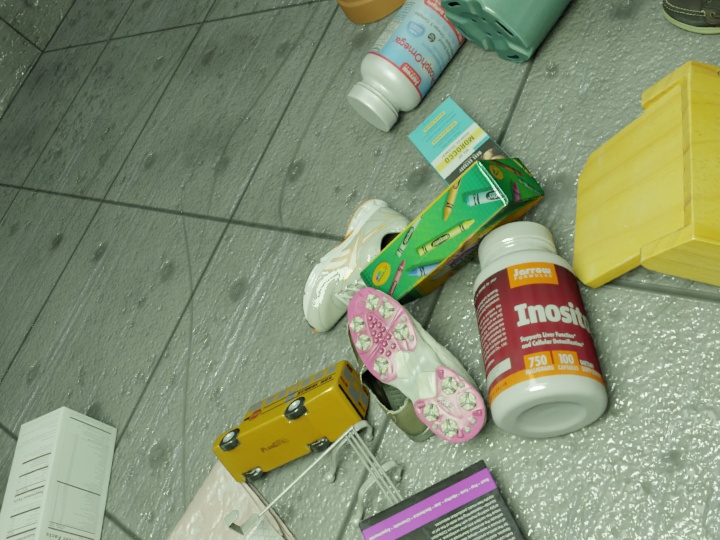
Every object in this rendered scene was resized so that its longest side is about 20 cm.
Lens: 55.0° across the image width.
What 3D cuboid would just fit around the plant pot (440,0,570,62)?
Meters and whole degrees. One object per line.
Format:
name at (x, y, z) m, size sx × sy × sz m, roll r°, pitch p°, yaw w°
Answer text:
plant pot at (0.217, -0.409, 0.934) m, size 0.199 × 0.199 × 0.199 m, roll 35°, pitch 94°, yaw 46°

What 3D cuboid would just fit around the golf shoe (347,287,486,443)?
golf shoe at (0.062, 0.101, 0.755) m, size 0.075 × 0.091 × 0.201 m, roll -45°, pitch 69°, yaw 12°

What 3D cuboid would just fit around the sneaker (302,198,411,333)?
sneaker at (0.000, 0.000, 0.924) m, size 0.091 × 0.075 × 0.203 m, roll 27°, pitch 83°, yaw 41°

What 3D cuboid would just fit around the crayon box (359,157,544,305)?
crayon box at (0.103, -0.041, 0.789) m, size 0.200 × 0.118 × 0.059 m, roll -44°, pitch 75°, yaw 32°

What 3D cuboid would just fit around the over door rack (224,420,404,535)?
over door rack at (-0.034, 0.279, 0.759) m, size 0.198 × 0.067 × 0.148 m, roll -34°, pitch 43°, yaw -11°

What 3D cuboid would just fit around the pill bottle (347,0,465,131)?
pill bottle at (0.070, -0.317, 1.044) m, size 0.202 × 0.108 × 0.108 m, roll -54°, pitch 44°, yaw -2°

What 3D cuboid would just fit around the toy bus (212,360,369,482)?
toy bus at (-0.088, 0.190, 0.862) m, size 0.197 × 0.066 × 0.079 m, roll -29°, pitch 18°, yaw 22°

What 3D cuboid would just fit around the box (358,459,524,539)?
box at (0.097, 0.296, 0.633) m, size 0.140 × 0.036 × 0.202 m, roll -24°, pitch 49°, yaw -3°

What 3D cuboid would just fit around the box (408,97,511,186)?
box at (0.142, -0.142, 0.912) m, size 0.082 × 0.049 × 0.201 m, roll -41°, pitch 44°, yaw 10°

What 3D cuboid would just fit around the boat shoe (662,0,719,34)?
boat shoe at (0.427, -0.307, 0.771) m, size 0.199 × 0.065 × 0.074 m, roll 29°, pitch 84°, yaw 47°

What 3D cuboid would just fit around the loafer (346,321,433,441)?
loafer at (0.032, 0.108, 0.825) m, size 0.075 × 0.069 × 0.201 m, roll -43°, pitch 44°, yaw 8°

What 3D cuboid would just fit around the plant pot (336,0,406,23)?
plant pot at (0.013, -0.572, 1.236) m, size 0.197 × 0.140 × 0.204 m, roll -21°, pitch 50°, yaw 27°

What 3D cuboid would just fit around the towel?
towel at (-0.184, 0.369, 0.865) m, size 0.190 × 0.032 × 0.202 m, roll 28°, pitch 82°, yaw 46°

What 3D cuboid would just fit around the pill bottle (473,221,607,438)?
pill bottle at (0.175, 0.055, 0.710) m, size 0.111 × 0.113 × 0.204 m, roll -23°, pitch 50°, yaw 26°

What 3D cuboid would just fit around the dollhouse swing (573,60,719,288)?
dollhouse swing at (0.339, -0.069, 0.712) m, size 0.177 × 0.177 × 0.204 m, roll 12°, pitch 63°, yaw -1°

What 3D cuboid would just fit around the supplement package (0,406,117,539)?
supplement package at (-0.464, 0.335, 1.060) m, size 0.108 × 0.114 × 0.204 m, roll -23°, pitch 50°, yaw 24°
